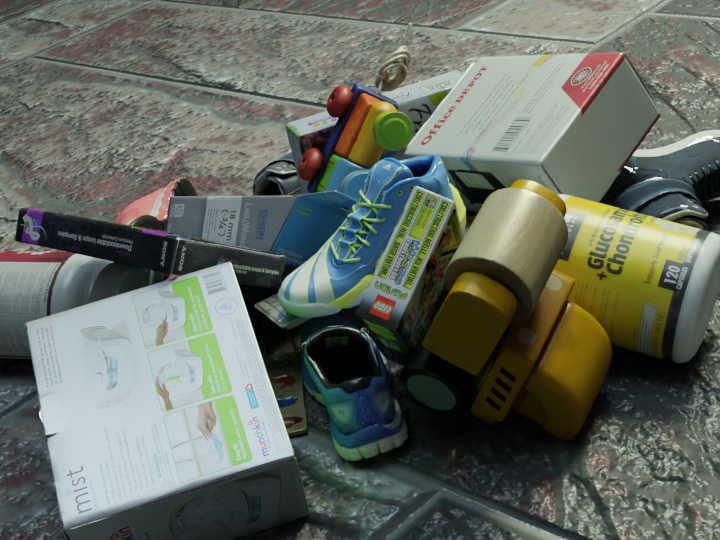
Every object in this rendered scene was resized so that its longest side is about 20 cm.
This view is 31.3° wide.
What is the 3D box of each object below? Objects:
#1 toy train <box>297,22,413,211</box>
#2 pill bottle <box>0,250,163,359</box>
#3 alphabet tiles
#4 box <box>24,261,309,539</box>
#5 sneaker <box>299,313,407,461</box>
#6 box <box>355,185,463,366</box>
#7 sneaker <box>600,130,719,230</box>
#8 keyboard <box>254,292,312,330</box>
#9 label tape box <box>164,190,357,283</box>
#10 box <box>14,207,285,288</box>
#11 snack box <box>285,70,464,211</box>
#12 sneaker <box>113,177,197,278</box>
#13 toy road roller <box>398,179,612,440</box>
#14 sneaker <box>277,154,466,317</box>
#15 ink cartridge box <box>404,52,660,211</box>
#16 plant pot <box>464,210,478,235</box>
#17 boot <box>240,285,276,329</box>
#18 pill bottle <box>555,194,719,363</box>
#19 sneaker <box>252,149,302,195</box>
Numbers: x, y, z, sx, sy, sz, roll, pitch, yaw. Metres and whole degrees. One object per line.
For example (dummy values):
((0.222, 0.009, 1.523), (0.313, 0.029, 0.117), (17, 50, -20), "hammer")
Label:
((0.021, -0.151, 1.264), (0.085, 0.200, 0.116), (23, 7, -21), "toy train")
((-0.298, 0.035, 1.267), (0.200, 0.110, 0.110), (1, 30, 24), "pill bottle")
((-0.132, 0.123, 1.144), (0.166, 0.006, 0.200), (-12, 27, 0), "alphabet tiles")
((-0.154, 0.114, 1.002), (0.176, 0.097, 0.200), (-18, 51, -7), "box")
((-0.011, 0.076, 1.093), (0.078, 0.089, 0.200), (-17, 25, -9), "sneaker")
((0.047, 0.013, 1.044), (0.035, 0.200, 0.110), (23, 81, 13), "box")
((0.321, -0.066, 1.224), (0.202, 0.077, 0.146), (-11, 35, -13), "sneaker")
((0.000, 0.000, 1.180), (0.200, 0.011, 0.056), (-26, 37, -21), "keyboard")
((-0.069, -0.027, 1.237), (0.200, 0.063, 0.144), (1, -12, 35), "label tape box")
((-0.187, -0.020, 1.141), (0.200, 0.036, 0.143), (9, 0, 36), "box")
((0.034, -0.116, 1.375), (0.200, 0.142, 0.053), (-19, 28, -12), "snack box")
((-0.248, -0.033, 1.439), (0.087, 0.074, 0.200), (-16, 20, 24), "sneaker")
((0.130, 0.044, 0.993), (0.146, 0.200, 0.123), (27, 54, 7), "toy road roller")
((0.004, -0.042, 1.135), (0.200, 0.105, 0.076), (-31, 37, -27), "sneaker")
((0.161, -0.131, 1.233), (0.146, 0.083, 0.200), (-52, 32, -18), "ink cartridge box")
((0.127, -0.051, 1.287), (0.200, 0.028, 0.200), (-9, 14, 2), "plant pot")
((-0.121, 0.086, 1.143), (0.138, 0.078, 0.200), (26, 54, 39), "boot")
((0.196, -0.001, 1.083), (0.200, 0.112, 0.112), (16, 37, 22), "pill bottle")
((-0.024, -0.105, 1.433), (0.202, 0.077, 0.146), (-10, 15, 25), "sneaker")
